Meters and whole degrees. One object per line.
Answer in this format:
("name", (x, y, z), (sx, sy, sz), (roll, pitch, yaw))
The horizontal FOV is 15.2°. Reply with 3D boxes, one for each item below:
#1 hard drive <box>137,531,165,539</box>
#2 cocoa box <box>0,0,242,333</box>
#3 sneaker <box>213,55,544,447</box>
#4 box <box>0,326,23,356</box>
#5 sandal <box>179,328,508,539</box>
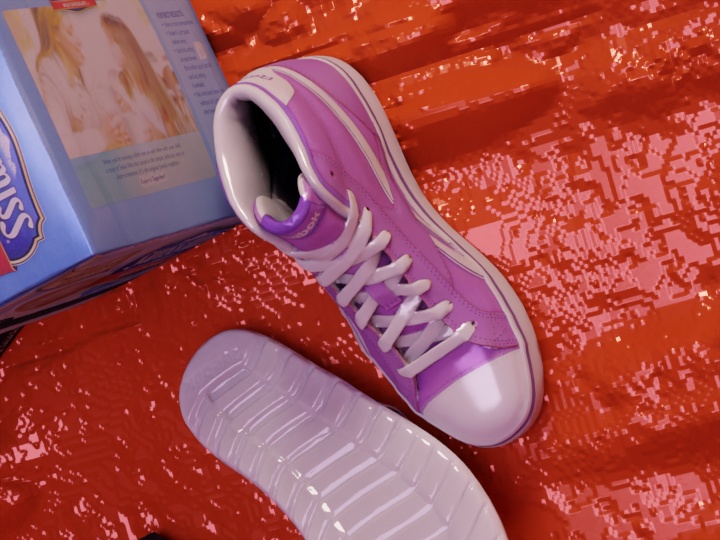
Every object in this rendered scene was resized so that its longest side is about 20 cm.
("hard drive", (-0.056, 0.239, 1.290), (0.200, 0.033, 0.140), (34, 109, 14))
("cocoa box", (-0.148, -0.051, 1.190), (0.131, 0.200, 0.134), (-25, 88, 22))
("sneaker", (-0.001, 0.000, 1.187), (0.073, 0.114, 0.201), (-37, 85, 21))
("box", (-0.257, 0.066, 1.286), (0.079, 0.141, 0.200), (42, 111, 8))
("sandal", (0.002, 0.097, 1.239), (0.203, 0.050, 0.083), (44, 97, 24))
